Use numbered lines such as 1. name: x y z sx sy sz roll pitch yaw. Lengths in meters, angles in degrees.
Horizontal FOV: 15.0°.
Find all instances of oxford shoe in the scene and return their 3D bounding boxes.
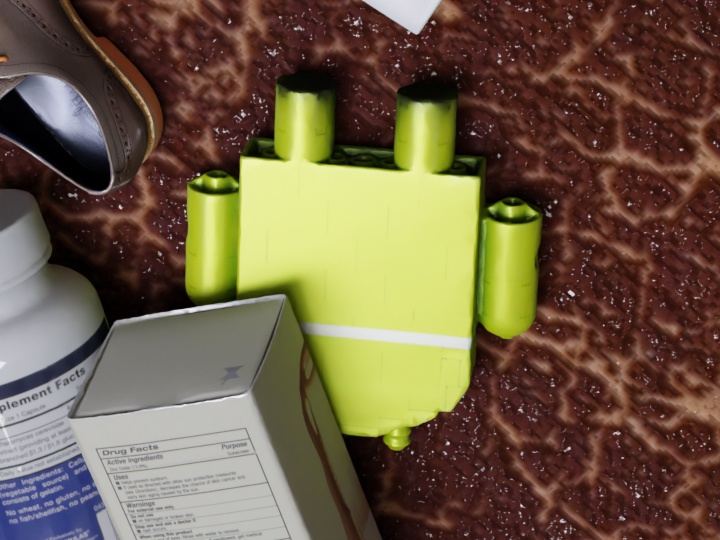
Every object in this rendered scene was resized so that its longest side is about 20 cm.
1. oxford shoe: -0.179 -0.117 1.338 0.200 0.073 0.071 42 114 -10

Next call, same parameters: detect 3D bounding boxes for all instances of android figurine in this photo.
1. android figurine: 0.000 0.000 1.382 0.181 0.041 0.201 3 114 7

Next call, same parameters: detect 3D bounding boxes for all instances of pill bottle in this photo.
1. pill bottle: -0.174 0.065 1.400 0.111 0.111 0.201 -11 111 14

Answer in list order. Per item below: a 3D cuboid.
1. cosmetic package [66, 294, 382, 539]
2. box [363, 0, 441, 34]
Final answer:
1. cosmetic package: -0.059 0.121 1.382 0.103 0.087 0.201 -7 123 19
2. box: 0.011 -0.245 1.240 0.176 0.097 0.200 33 116 -9
